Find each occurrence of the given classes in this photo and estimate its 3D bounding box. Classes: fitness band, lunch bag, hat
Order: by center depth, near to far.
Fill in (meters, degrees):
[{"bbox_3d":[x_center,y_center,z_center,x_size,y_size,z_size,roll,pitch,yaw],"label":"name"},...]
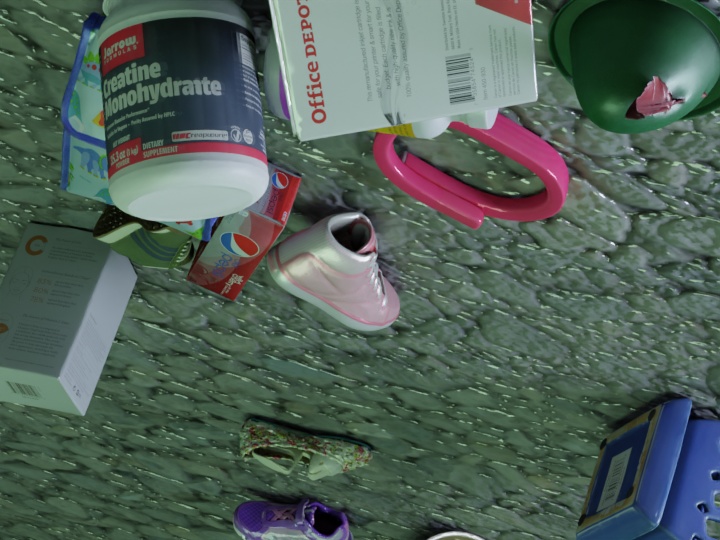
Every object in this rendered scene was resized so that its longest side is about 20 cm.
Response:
[{"bbox_3d":[0.214,-0.120,1.225,0.164,0.177,0.200,-8,142,37],"label":"hat"},{"bbox_3d":[0.108,-0.104,1.458,0.199,0.038,0.144,26,147,-17],"label":"fitness band"},{"bbox_3d":[-0.198,-0.146,1.469,0.168,0.128,0.201,19,137,1],"label":"lunch bag"}]

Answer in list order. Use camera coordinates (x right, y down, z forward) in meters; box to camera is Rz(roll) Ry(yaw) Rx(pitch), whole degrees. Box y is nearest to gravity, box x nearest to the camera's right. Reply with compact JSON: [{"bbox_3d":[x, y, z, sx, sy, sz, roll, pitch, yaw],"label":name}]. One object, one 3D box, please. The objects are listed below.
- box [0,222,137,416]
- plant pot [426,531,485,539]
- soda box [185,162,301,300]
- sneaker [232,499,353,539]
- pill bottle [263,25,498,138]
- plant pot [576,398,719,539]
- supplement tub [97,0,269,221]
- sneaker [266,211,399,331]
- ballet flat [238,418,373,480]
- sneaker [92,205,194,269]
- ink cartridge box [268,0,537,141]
[{"bbox_3d":[-0.368,0.057,1.808,0.123,0.202,0.098,9,150,16],"label":"box"},{"bbox_3d":[0.121,0.520,2.363,0.199,0.202,0.183,24,160,-12],"label":"plant pot"},{"bbox_3d":[-0.130,-0.043,1.646,0.063,0.071,0.200,23,150,-10],"label":"soda box"},{"bbox_3d":[-0.103,0.397,2.375,0.198,0.081,0.089,12,144,-1],"label":"sneaker"},{"bbox_3d":[0.022,-0.173,1.313,0.198,0.105,0.105,10,150,14],"label":"pill bottle"},{"bbox_3d":[0.379,0.281,1.800,0.179,0.201,0.200,29,150,-10],"label":"plant pot"},{"bbox_3d":[-0.156,-0.155,1.307,0.139,0.202,0.140,-7,168,-1],"label":"supplement tub"},{"bbox_3d":[0.000,0.000,1.645,0.104,0.076,0.199,-34,141,28],"label":"sneaker"},{"bbox_3d":[-0.083,0.266,2.147,0.198,0.064,0.076,11,149,10],"label":"ballet flat"},{"bbox_3d":[-0.214,-0.044,1.696,0.199,0.068,0.090,-8,142,47],"label":"sneaker"},{"bbox_3d":[0.032,-0.198,1.180,0.198,0.083,0.148,-9,125,0],"label":"ink cartridge box"}]
